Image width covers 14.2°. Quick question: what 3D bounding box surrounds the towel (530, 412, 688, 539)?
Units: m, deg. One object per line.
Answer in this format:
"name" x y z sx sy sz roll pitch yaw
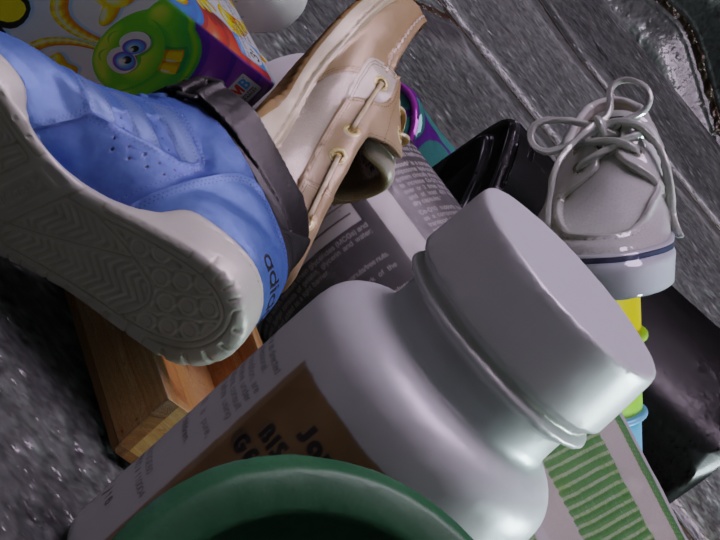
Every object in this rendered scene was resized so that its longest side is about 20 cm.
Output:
"towel" 0.066 0.106 1.261 0.200 0.023 0.153 -37 103 -50

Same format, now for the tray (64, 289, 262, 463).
"tray" -0.081 0.029 1.229 0.099 0.037 0.200 39 16 -35

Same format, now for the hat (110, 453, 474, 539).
"hat" -0.034 0.166 0.971 0.200 0.166 0.176 51 -21 -5

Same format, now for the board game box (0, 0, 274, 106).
"board game box" -0.149 -0.128 1.300 0.200 0.103 0.105 36 18 -44

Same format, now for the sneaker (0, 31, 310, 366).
"sneaker" -0.109 -0.051 1.173 0.199 0.077 0.111 34 32 3

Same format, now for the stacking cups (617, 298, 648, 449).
"stacking cups" 0.113 0.090 1.422 0.061 0.060 0.201 -60 148 -76

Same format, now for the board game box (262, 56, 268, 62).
"board game box" -0.120 -0.161 1.501 0.200 0.030 0.095 48 -5 -37

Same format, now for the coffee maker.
"coffee maker" 0.112 0.020 1.529 0.200 0.192 0.135 44 13 -18

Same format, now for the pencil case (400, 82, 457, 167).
"pencil case" 0.043 -0.030 1.652 0.200 0.085 0.093 43 35 -47

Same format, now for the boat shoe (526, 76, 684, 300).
"boat shoe" 0.119 -0.048 1.371 0.202 0.074 0.087 -58 147 -71

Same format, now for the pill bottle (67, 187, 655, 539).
"pill bottle" 0.002 0.069 1.019 0.114 0.200 0.114 45 13 -14

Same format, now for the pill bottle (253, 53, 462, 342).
"pill bottle" 0.000 0.000 1.391 0.200 0.116 0.116 54 14 19

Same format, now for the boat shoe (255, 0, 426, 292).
"boat shoe" -0.015 -0.058 1.316 0.069 0.074 0.200 40 48 -3

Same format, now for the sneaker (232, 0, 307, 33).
"sneaker" -0.090 -0.181 1.601 0.072 0.072 0.200 36 2 42
